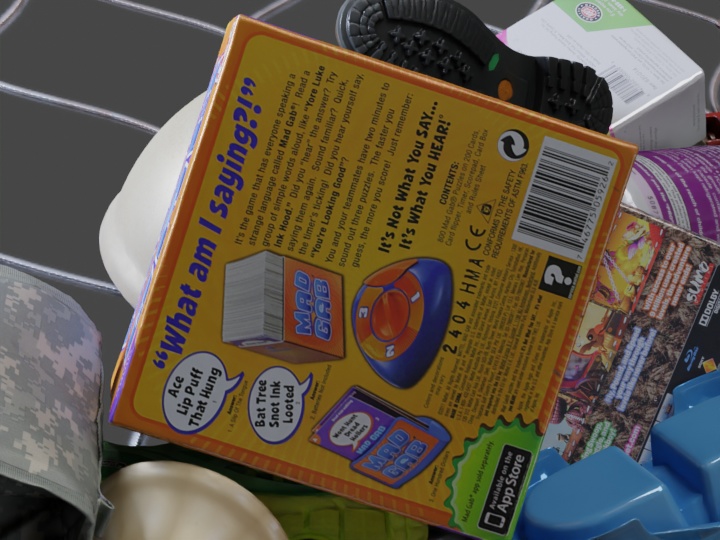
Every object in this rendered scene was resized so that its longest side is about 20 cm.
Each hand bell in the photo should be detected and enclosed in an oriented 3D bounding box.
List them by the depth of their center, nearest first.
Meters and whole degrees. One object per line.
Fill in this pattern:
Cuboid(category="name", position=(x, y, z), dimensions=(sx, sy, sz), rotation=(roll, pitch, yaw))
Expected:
Cuboid(category="hand bell", position=(-0.109, 0.189, 1.315), dimensions=(0.104, 0.104, 0.200), rotation=(25, 42, 0))

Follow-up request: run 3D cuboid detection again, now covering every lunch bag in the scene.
Cuboid(category="lunch bag", position=(-0.215, 0.070, 1.371), dimensions=(0.199, 0.118, 0.164), rotation=(13, 30, -12))

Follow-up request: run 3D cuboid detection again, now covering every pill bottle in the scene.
Cuboid(category="pill bottle", position=(0.199, -0.021, 1.843), dimensions=(0.199, 0.113, 0.112), rotation=(-6, 41, -42))

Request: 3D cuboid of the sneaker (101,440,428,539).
Cuboid(category="sneaker", position=(-0.056, 0.114, 1.465), dimensions=(0.199, 0.074, 0.084), rotation=(11, 36, -23))

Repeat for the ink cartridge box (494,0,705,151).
Cuboid(category="ink cartridge box", position=(0.110, -0.091, 1.884), dimensions=(0.199, 0.067, 0.117), rotation=(-31, 54, -18))

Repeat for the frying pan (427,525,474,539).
Cuboid(category="frying pan", position=(0.051, 0.148, 1.544), dimensions=(0.115, 0.031, 0.190), rotation=(-9, 41, -43))

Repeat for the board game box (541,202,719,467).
Cuboid(category="board game box", position=(0.138, 0.046, 1.616), dimensions=(0.199, 0.160, 0.097), rotation=(23, 4, -6))

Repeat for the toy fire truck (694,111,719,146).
Cuboid(category="toy fire truck", position=(0.281, -0.072, 1.999), dimensions=(0.199, 0.129, 0.176), rotation=(-7, 41, -26))

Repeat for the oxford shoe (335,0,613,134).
Cuboid(category="oxford shoe", position=(0.053, -0.115, 1.770), dimensions=(0.199, 0.073, 0.084), rotation=(24, -11, -36))

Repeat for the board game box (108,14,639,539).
Cuboid(category="board game box", position=(0.000, 0.000, 1.450), dimensions=(0.199, 0.201, 0.200), rotation=(18, 3, -5))

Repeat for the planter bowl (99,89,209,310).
Cuboid(category="planter bowl", position=(-0.034, -0.043, 1.677), dimensions=(0.199, 0.135, 0.201), rotation=(19, 29, -11))

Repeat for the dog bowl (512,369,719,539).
Cuboid(category="dog bowl", position=(0.159, 0.114, 1.517), dimensions=(0.199, 0.050, 0.111), rotation=(-24, 22, -12))
